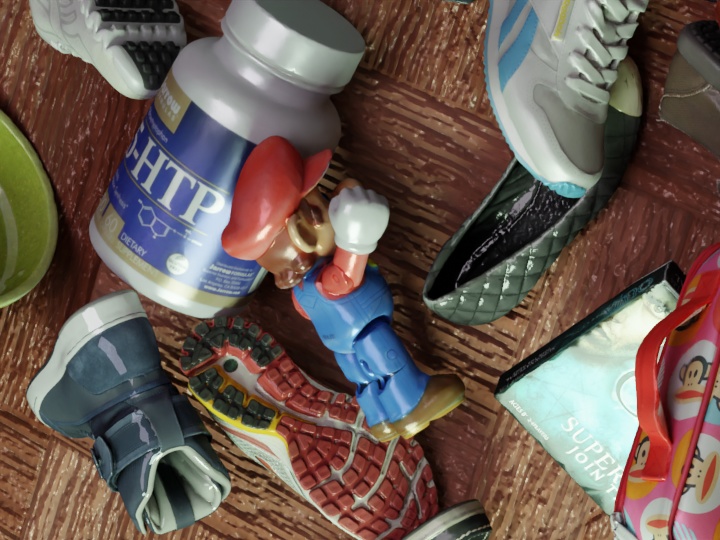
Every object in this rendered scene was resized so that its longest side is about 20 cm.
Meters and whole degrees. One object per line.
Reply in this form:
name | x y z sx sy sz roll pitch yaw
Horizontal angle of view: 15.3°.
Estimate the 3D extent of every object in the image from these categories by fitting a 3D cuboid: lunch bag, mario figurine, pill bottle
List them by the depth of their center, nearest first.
lunch bag | 0.221 0.085 1.447 0.082 0.175 0.201 -12 55 65
mario figurine | 0.000 0.000 1.655 0.123 0.106 0.201 -27 100 33
pill bottle | -0.082 -0.081 1.725 0.120 0.119 0.201 40 113 26

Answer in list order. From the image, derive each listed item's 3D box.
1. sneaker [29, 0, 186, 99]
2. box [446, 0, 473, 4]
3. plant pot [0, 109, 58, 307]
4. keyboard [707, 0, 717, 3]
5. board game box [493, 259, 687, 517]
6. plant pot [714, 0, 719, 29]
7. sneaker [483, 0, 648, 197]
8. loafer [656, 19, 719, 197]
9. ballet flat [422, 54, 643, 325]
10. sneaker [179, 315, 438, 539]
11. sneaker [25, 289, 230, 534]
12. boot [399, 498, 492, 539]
sneaker | -0.178 -0.172 1.805 0.200 0.075 0.081 58 132 41
box | -0.017 -0.270 1.625 0.200 0.198 0.124 44 115 24
plant pot | -0.343 -0.014 1.878 0.184 0.200 0.201 -41 70 40
keyboard | 0.245 -0.199 1.560 0.199 0.021 0.128 26 101 31
board game box | 0.192 0.102 1.543 0.135 0.028 0.200 -37 105 31
plant pot | 0.309 -0.120 1.414 0.200 0.199 0.177 -47 66 26
sneaker | 0.124 -0.142 1.575 0.080 0.076 0.201 -17 65 38
loafer | 0.247 -0.058 1.543 0.200 0.073 0.071 51 128 27
ballet flat | 0.109 -0.047 1.634 0.066 0.057 0.201 42 110 28
sneaker | -0.029 0.107 1.734 0.200 0.082 0.078 41 78 11
sneaker | -0.153 0.114 1.766 0.147 0.077 0.202 61 161 12
boot | 0.053 0.255 1.678 0.151 0.073 0.200 50 121 23
